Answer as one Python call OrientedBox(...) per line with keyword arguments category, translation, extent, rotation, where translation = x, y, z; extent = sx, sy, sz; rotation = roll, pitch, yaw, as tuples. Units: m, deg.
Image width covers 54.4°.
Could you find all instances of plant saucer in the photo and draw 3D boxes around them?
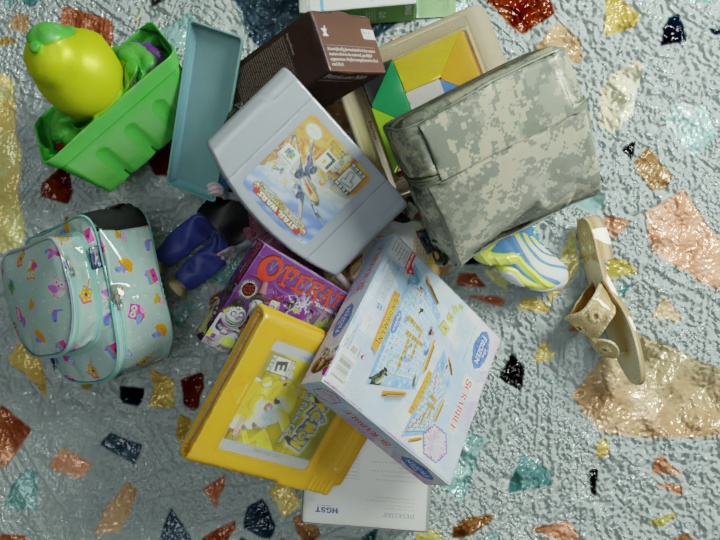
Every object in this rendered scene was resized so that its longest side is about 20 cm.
OrientedBox(category="plant saucer", translation=(-0.182, -0.184, 0.823), extent=(0.070, 0.019, 0.200), rotation=(21, 115, 11))

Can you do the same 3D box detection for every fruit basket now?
OrientedBox(category="fruit basket", translation=(-0.312, -0.217, 0.821), extent=(0.216, 0.216, 0.156), rotation=(-41, 43, 2))

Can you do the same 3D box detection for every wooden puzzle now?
OrientedBox(category="wooden puzzle", translation=(0.083, -0.197, 0.826), extent=(0.200, 0.037, 0.185), rotation=(-20, 83, 7))

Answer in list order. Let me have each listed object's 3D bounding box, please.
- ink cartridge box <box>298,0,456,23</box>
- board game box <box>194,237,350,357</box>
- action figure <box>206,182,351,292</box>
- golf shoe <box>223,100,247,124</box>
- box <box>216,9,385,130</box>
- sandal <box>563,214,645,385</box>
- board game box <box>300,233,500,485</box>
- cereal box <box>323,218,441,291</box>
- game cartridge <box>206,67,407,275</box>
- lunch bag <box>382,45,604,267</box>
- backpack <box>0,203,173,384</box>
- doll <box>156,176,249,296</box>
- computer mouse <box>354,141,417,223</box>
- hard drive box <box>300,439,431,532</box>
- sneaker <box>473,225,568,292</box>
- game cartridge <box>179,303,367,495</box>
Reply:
OrientedBox(category="ink cartridge box", translation=(0.021, -0.373, 0.884), extent=(0.200, 0.059, 0.104), rotation=(-3, 89, 3))
OrientedBox(category="board game box", translation=(-0.064, 0.062, 0.763), extent=(0.200, 0.032, 0.120), rotation=(32, 88, -35))
OrientedBox(category="action figure", translation=(-0.096, -0.046, 0.816), extent=(0.149, 0.134, 0.200), rotation=(-12, 74, -11))
OrientedBox(category="golf shoe", translation=(-0.075, -0.114, 0.811), extent=(0.200, 0.088, 0.077), rotation=(36, 79, -15))
OrientedBox(category="box", translation=(-0.081, -0.222, 0.819), extent=(0.200, 0.100, 0.075), rotation=(-21, 87, 42))
OrientedBox(category="sandal", translation=(0.278, 0.041, 0.854), extent=(0.070, 0.078, 0.212), rotation=(-11, 81, -3))
OrientedBox(category="board game box", translation=(0.055, 0.098, 0.775), extent=(0.200, 0.041, 0.200), rotation=(44, 54, -22))
OrientedBox(category="cereal box", translation=(0.000, 0.000, 0.888), extent=(0.200, 0.040, 0.144), rotation=(8, 88, 3))
OrientedBox(category="game cartridge", translation=(-0.060, -0.096, 0.749), extent=(0.133, 0.042, 0.200), rotation=(-47, 107, -8))
OrientedBox(category="lunch bag", translation=(0.138, -0.113, 0.728), extent=(0.200, 0.139, 0.168), rotation=(-27, 102, -2))
OrientedBox(category="backpack", translation=(-0.322, 0.038, 0.840), extent=(0.176, 0.153, 0.200), rotation=(-13, 99, 36))
OrientedBox(category="doll", translation=(-0.179, -0.062, 0.894), extent=(0.200, 0.048, 0.137), rotation=(-40, 97, 1))
OrientedBox(category="computer mouse", translation=(0.067, -0.170, 0.868), extent=(0.138, 0.053, 0.200), rotation=(41, 84, 13))
OrientedBox(category="hard drive box", translation=(0.012, 0.208, 0.866), extent=(0.156, 0.077, 0.200), rotation=(4, 89, 4))
OrientedBox(category="sneaker", translation=(0.182, -0.050, 0.832), extent=(0.200, 0.076, 0.105), rotation=(23, 120, -14))
OrientedBox(category="game cartridge", translation=(-0.067, 0.148, 0.760), extent=(0.200, 0.032, 0.176), rotation=(26, 95, -32))
